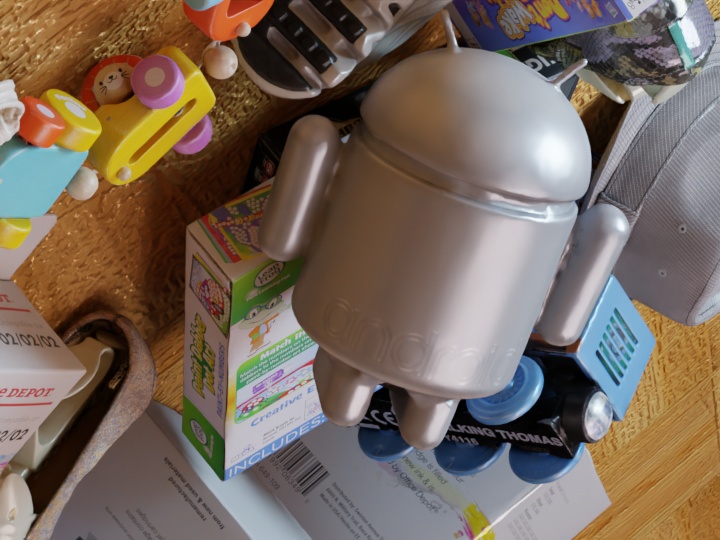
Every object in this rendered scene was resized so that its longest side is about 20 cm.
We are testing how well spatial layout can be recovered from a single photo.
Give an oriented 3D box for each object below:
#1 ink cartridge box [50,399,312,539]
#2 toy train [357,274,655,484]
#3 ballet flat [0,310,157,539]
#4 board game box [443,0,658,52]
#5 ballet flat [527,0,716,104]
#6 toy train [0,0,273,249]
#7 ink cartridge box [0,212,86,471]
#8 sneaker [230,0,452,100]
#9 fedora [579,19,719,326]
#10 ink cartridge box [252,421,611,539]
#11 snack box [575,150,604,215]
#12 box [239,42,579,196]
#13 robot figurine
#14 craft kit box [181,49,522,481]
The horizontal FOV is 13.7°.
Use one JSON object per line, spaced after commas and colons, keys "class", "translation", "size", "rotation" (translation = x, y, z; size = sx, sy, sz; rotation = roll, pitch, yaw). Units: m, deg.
{"class": "ink cartridge box", "translation": [-0.132, 0.195, 1.666], "size": [0.200, 0.145, 0.145], "rotation": [-43, 159, 5]}
{"class": "toy train", "translation": [0.064, 0.052, 1.692], "size": [0.087, 0.200, 0.114], "rotation": [54, 53, -41]}
{"class": "ballet flat", "translation": [-0.172, 0.096, 1.486], "size": [0.200, 0.068, 0.067], "rotation": [-57, 165, -29]}
{"class": "board game box", "translation": [0.128, -0.165, 1.436], "size": [0.134, 0.045, 0.200], "rotation": [-36, -170, -15]}
{"class": "ballet flat", "translation": [0.132, -0.115, 1.517], "size": [0.072, 0.072, 0.200], "rotation": [-41, -169, -4]}
{"class": "toy train", "translation": [-0.112, -0.093, 1.293], "size": [0.200, 0.056, 0.150], "rotation": [-33, 155, -30]}
{"class": "ink cartridge box", "translation": [-0.211, 0.064, 1.392], "size": [0.200, 0.068, 0.115], "rotation": [-49, 158, 18]}
{"class": "sneaker", "translation": [0.024, -0.150, 1.403], "size": [0.200, 0.075, 0.081], "rotation": [-37, 171, -6]}
{"class": "fedora", "translation": [0.213, -0.044, 1.822], "size": [0.177, 0.090, 0.200], "rotation": [-16, 135, -54]}
{"class": "ink cartridge box", "translation": [0.027, 0.138, 1.826], "size": [0.200, 0.147, 0.146], "rotation": [-40, 158, -4]}
{"class": "snack box", "translation": [0.141, -0.039, 1.852], "size": [0.072, 0.024, 0.200], "rotation": [-50, 157, 17]}
{"class": "box", "translation": [0.016, -0.042, 1.606], "size": [0.200, 0.046, 0.159], "rotation": [-26, 153, -34]}
{"class": "robot figurine", "translation": [0.039, -0.019, 1.400], "size": [0.170, 0.113, 0.200], "rotation": [15, 108, -15]}
{"class": "craft kit box", "translation": [0.000, 0.000, 1.540], "size": [0.200, 0.049, 0.198], "rotation": [-30, 156, -22]}
